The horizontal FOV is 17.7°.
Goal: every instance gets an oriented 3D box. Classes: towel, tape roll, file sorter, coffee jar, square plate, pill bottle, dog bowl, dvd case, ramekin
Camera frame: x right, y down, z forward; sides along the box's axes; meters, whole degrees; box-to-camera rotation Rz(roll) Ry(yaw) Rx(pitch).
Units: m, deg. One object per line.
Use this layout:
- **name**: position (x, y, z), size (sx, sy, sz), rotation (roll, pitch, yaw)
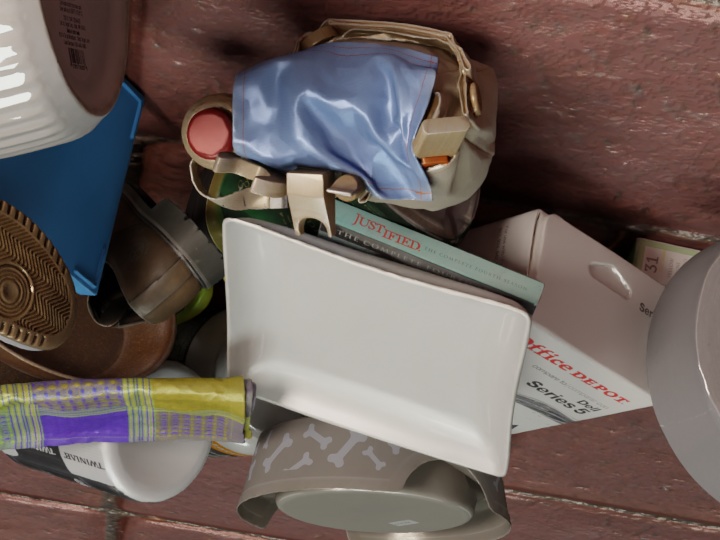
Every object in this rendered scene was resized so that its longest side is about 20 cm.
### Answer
- **towel**: position (-0.167, 0.097, 1.549), size (0.199, 0.023, 0.144), rotation (-1, 165, -7)
- **tape roll**: position (0.288, 0.064, 1.507), size (0.199, 0.201, 0.066), rotation (16, 157, -19)
- **file sorter**: position (-0.243, -0.088, 1.417), size (0.122, 0.140, 0.200), rotation (1, 158, 25)
- **coffee jar**: position (-0.023, -0.045, 1.505), size (0.104, 0.086, 0.199), rotation (34, 148, -31)
- **square plate**: position (0.009, 0.045, 1.463), size (0.197, 0.029, 0.200), rotation (18, 147, 10)
- **pill bottle**: position (-0.208, 0.105, 1.727), size (0.199, 0.107, 0.106), rotation (9, 165, 47)
- **dog bowl**: position (0.011, 0.152, 1.664), size (0.199, 0.059, 0.200), rotation (4, 163, 1)
- **dvd case**: position (0.028, 0.039, 1.490), size (0.145, 0.022, 0.200), rotation (22, 146, 2)
- **ramekin**: position (-0.190, -0.150, 1.172), size (0.104, 0.201, 0.200), rotation (-6, 156, 10)
- **pill bottle**: position (-0.096, 0.085, 1.778), size (0.116, 0.117, 0.200), rotation (18, 168, -22)

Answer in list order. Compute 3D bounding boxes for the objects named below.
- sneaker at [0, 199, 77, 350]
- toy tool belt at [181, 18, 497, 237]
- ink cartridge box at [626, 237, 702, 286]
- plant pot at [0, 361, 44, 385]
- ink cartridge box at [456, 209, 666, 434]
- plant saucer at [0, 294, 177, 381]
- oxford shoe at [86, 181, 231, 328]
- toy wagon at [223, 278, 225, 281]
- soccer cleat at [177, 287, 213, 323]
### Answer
- **sneaker**: position (-0.262, -0.013, 1.325), size (0.200, 0.070, 0.108), rotation (36, 148, -32)
- **toy tool belt**: position (-0.023, -0.083, 1.341), size (0.199, 0.126, 0.123), rotation (-1, -175, 15)
- **ink cartridge box**: position (0.184, 0.023, 1.654), size (0.199, 0.048, 0.146), rotation (13, 158, 2)
- **plant pot**: position (-0.308, 0.043, 1.616), size (0.199, 0.188, 0.187), rotation (4, 163, -28)
- **ink cartridge box**: position (0.092, 0.043, 1.575), size (0.145, 0.084, 0.199), rotation (30, 150, -35)
- **plant saucer**: position (-0.218, 0.009, 1.573), size (0.200, 0.201, 0.037), rotation (21, 127, -28)
- **oxford shoe**: position (-0.155, -0.007, 1.518), size (0.073, 0.084, 0.200), rotation (50, 171, -16)
- **toy wagon**: position (0.000, 0.000, 1.676), size (0.199, 0.040, 0.155), rotation (8, 158, 2)
- **soccer cleat**: position (-0.175, 0.022, 1.789), size (0.199, 0.065, 0.083), rotation (-16, 171, 42)
